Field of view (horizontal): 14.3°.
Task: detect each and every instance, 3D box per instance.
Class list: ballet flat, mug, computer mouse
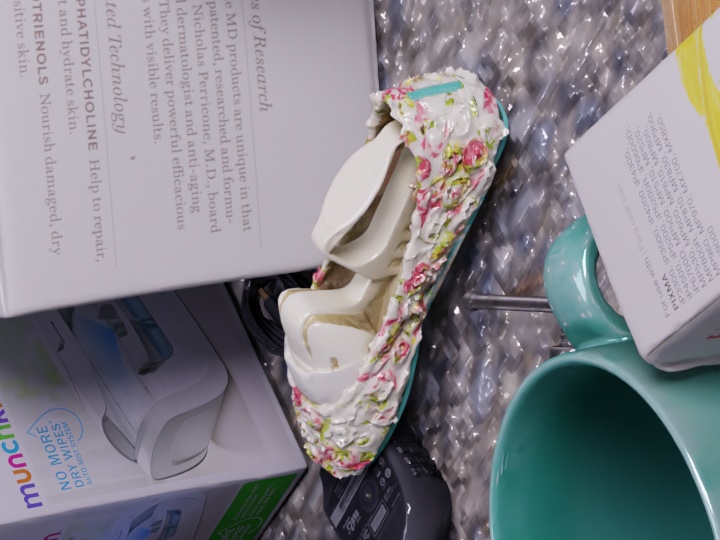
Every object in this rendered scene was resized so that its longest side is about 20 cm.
[{"bbox_3d":[0.000,0.000,1.237,0.076,0.064,0.201,42,120,44],"label":"ballet flat"},{"bbox_3d":[0.132,0.080,0.998,0.152,0.114,0.186,37,130,52],"label":"mug"},{"bbox_3d":[-0.006,0.065,1.325,0.059,0.034,0.200,-61,40,32],"label":"computer mouse"}]

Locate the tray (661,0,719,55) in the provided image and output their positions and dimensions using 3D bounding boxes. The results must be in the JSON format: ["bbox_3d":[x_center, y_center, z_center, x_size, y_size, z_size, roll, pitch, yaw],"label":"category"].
[{"bbox_3d":[0.143,-0.173,1.033,0.099,0.037,0.201,-7,90,58],"label":"tray"}]

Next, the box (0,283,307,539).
[{"bbox_3d":[-0.153,0.053,1.410,0.097,0.176,0.200,-56,50,46],"label":"box"}]

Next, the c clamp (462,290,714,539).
[{"bbox_3d":[0.100,0.101,1.154,0.171,0.027,0.201,-10,80,57],"label":"c clamp"}]

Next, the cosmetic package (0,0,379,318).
[{"bbox_3d":[-0.117,-0.077,1.303,0.167,0.199,0.167,4,101,56],"label":"cosmetic package"}]

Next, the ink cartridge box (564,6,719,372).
[{"bbox_3d":[0.179,-0.053,0.901,0.200,0.145,0.084,-45,59,51],"label":"ink cartridge box"}]
